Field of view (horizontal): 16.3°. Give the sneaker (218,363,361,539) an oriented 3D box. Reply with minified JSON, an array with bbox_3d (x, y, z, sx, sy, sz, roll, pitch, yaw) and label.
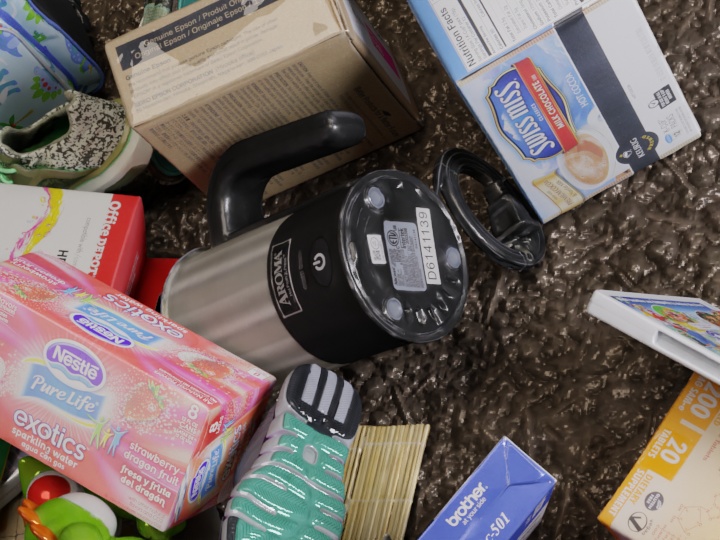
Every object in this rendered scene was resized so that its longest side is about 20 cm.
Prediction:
[{"bbox_3d":[-0.054,0.153,1.600,0.088,0.074,0.200,-51,10,40],"label":"sneaker"}]

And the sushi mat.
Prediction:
[{"bbox_3d":[-0.017,0.193,1.682,0.095,0.012,0.201,2,63,25],"label":"sushi mat"}]

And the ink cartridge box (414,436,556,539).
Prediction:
[{"bbox_3d":[0.071,0.164,1.548,0.044,0.200,0.094,40,81,9],"label":"ink cartridge box"}]

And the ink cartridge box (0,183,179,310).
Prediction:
[{"bbox_3d":[-0.223,0.002,1.791,0.199,0.067,0.116,5,46,6],"label":"ink cartridge box"}]

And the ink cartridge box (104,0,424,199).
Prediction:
[{"bbox_3d":[-0.064,-0.129,1.766,0.164,0.200,0.075,-24,68,9],"label":"ink cartridge box"}]

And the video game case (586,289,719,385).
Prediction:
[{"bbox_3d":[0.255,0.064,1.565,0.200,0.143,0.018,30,105,33],"label":"video game case"}]

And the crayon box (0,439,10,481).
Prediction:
[{"bbox_3d":[-0.320,0.159,1.777,0.118,0.058,0.201,4,74,36],"label":"crayon box"}]

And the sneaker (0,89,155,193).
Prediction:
[{"bbox_3d":[-0.243,-0.078,1.844,0.200,0.089,0.077,-35,45,27],"label":"sneaker"}]

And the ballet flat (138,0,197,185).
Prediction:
[{"bbox_3d":[-0.148,-0.148,1.909,0.074,0.074,0.201,-1,60,23],"label":"ballet flat"}]

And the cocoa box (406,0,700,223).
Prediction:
[{"bbox_3d":[0.125,-0.153,1.702,0.131,0.200,0.134,-30,55,5],"label":"cocoa box"}]

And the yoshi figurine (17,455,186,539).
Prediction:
[{"bbox_3d":[-0.172,0.185,1.661,0.112,0.200,0.113,0,100,-5],"label":"yoshi figurine"}]

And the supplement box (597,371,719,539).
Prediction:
[{"bbox_3d":[0.264,0.159,1.541,0.200,0.074,0.126,29,79,33],"label":"supplement box"}]

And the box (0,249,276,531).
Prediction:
[{"bbox_3d":[-0.173,0.076,1.657,0.200,0.103,0.095,28,110,19],"label":"box"}]

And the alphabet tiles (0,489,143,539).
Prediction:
[{"bbox_3d":[-0.228,0.158,1.797,0.166,0.006,0.201,-8,59,19],"label":"alphabet tiles"}]

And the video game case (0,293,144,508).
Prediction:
[{"bbox_3d":[-0.250,0.056,1.848,0.182,0.023,0.200,-40,53,-3],"label":"video game case"}]

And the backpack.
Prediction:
[{"bbox_3d":[-0.315,-0.148,1.900,0.200,0.183,0.147,-30,51,11],"label":"backpack"}]

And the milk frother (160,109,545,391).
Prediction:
[{"bbox_3d":[0.000,0.000,1.723,0.188,0.200,0.181,-20,56,43],"label":"milk frother"}]

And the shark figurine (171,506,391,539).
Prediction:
[{"bbox_3d":[-0.071,0.207,1.637,0.214,0.089,0.128,9,69,40],"label":"shark figurine"}]
